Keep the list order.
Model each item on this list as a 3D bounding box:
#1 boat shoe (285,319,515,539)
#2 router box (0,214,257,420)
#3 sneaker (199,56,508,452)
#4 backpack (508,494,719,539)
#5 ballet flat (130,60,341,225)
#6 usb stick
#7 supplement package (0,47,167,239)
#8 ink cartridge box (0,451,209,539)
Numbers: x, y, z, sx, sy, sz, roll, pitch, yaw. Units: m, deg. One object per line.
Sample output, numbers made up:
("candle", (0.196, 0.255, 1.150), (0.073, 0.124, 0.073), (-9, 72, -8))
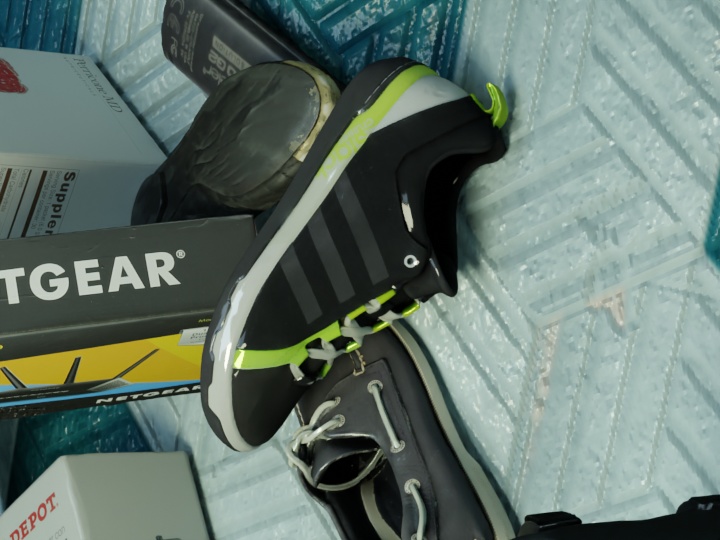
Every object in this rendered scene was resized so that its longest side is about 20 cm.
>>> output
("boat shoe", (0.000, 0.078, 0.984), (0.200, 0.062, 0.073), (56, 132, 39))
("router box", (-0.155, 0.029, 1.045), (0.149, 0.198, 0.052), (124, 137, -67))
("sneaker", (0.000, 0.000, 0.956), (0.082, 0.072, 0.201), (30, 96, 21))
("backpack", (0.131, 0.188, 0.720), (0.150, 0.176, 0.202), (7, 97, 57))
("ballet flat", (-0.055, -0.051, 1.048), (0.200, 0.056, 0.067), (-34, 55, 57))
("usb stick", (-0.044, -0.091, 1.078), (0.200, 0.032, 0.056), (42, 128, 45))
("supplement package", (-0.226, -0.047, 1.174), (0.121, 0.199, 0.120), (49, 125, 40))
("ink cartridge box", (-0.135, 0.214, 1.136), (0.147, 0.082, 0.202), (-43, 54, 42))
